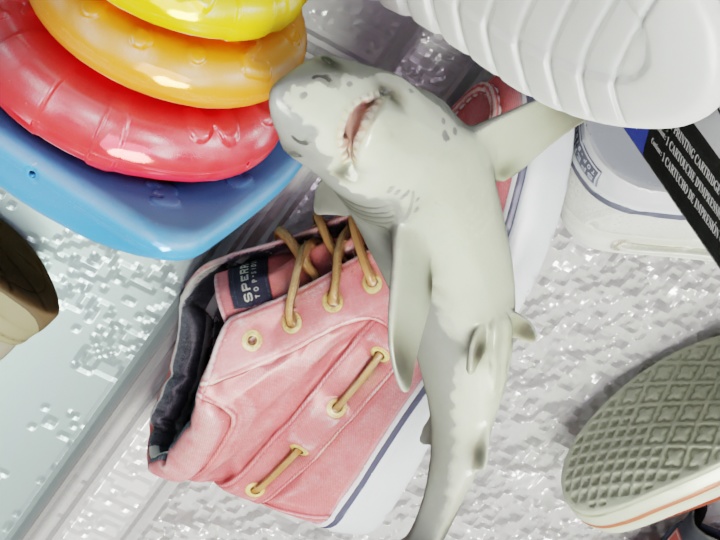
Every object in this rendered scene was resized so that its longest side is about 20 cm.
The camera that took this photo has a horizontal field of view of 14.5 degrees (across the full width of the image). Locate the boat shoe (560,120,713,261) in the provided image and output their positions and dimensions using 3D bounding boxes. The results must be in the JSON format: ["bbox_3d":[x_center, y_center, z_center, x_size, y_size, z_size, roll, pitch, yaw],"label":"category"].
[{"bbox_3d":[0.167,-0.031,1.014,0.199,0.071,0.070,-3,150,-13],"label":"boat shoe"}]

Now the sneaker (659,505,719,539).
[{"bbox_3d":[0.113,0.139,1.103,0.199,0.075,0.085,-19,125,-10],"label":"sneaker"}]

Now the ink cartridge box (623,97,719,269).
[{"bbox_3d":[0.123,-0.069,0.893,0.044,0.200,0.094,3,121,-20],"label":"ink cartridge box"}]

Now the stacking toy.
[{"bbox_3d":[-0.049,-0.115,0.867,0.116,0.110,0.201,31,124,10],"label":"stacking toy"}]

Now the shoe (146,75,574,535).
[{"bbox_3d":[-0.004,0.006,0.997,0.091,0.072,0.201,15,122,-22],"label":"shoe"}]

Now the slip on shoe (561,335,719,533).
[{"bbox_3d":[0.171,0.052,1.059,0.199,0.074,0.061,-25,126,1],"label":"slip on shoe"}]

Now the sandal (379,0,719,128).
[{"bbox_3d":[0.037,-0.112,0.892,0.202,0.050,0.083,27,133,24],"label":"sandal"}]

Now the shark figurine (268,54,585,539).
[{"bbox_3d":[0.010,0.011,0.938,0.128,0.089,0.216,-29,126,-38],"label":"shark figurine"}]

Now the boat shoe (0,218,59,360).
[{"bbox_3d":[-0.191,-0.022,0.947,0.064,0.071,0.200,-41,121,15],"label":"boat shoe"}]
